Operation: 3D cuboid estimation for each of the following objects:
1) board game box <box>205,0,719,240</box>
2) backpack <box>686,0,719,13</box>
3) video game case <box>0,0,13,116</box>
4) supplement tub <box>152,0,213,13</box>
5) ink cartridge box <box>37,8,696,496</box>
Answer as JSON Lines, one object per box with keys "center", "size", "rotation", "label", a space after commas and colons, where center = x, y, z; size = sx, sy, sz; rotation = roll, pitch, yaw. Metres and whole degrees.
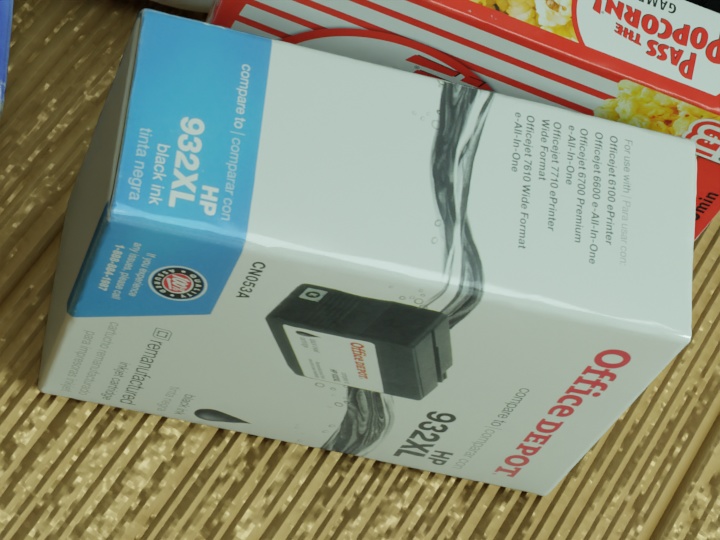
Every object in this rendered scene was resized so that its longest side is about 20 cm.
{"center": [0.037, -0.063, 0.854], "size": [0.199, 0.152, 0.046], "rotation": [20, 58, -6], "label": "board game box"}
{"center": [0.183, -0.147, 0.919], "size": [0.153, 0.200, 0.164], "rotation": [0, 61, -30], "label": "backpack"}
{"center": [-0.221, -0.150, 0.878], "size": [0.181, 0.045, 0.201], "rotation": [7, 61, -14], "label": "video game case"}
{"center": [-0.052, -0.216, 0.919], "size": [0.131, 0.132, 0.201], "rotation": [6, 62, -15], "label": "supplement tub"}
{"center": [0.000, 0.000, 0.810], "size": [0.199, 0.145, 0.084], "rotation": [12, 60, -12], "label": "ink cartridge box"}
